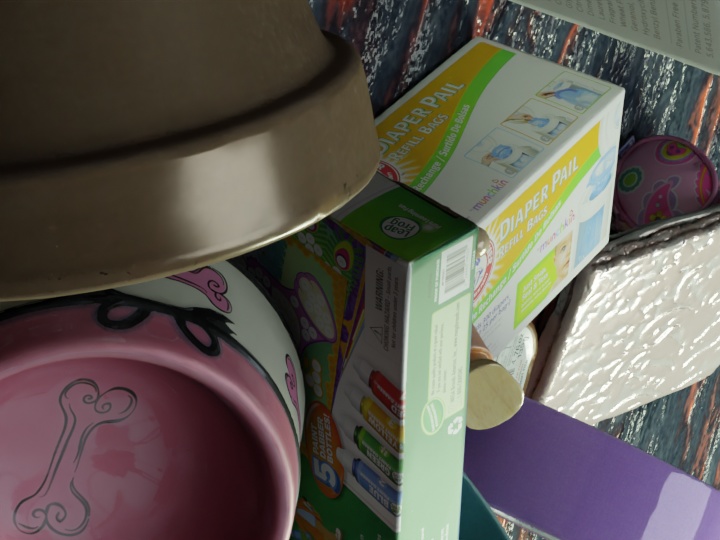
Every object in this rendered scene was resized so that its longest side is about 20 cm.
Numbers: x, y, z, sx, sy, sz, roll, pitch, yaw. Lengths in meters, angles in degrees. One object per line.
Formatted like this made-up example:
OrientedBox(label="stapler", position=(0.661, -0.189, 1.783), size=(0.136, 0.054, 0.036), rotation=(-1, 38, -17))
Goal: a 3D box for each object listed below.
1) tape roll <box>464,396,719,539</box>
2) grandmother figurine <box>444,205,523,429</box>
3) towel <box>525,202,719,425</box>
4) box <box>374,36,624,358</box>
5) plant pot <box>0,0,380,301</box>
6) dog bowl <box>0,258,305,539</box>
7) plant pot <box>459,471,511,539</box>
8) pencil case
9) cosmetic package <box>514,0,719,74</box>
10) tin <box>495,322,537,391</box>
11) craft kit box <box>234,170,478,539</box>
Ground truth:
OrientedBox(label="tape roll", position=(0.132, 0.133, 1.181), size=(0.066, 0.199, 0.200), rotation=(-65, 153, -6))
OrientedBox(label="grandmother figurine", position=(0.000, 0.000, 0.950), size=(0.120, 0.201, 0.061), rotation=(-11, 135, -16))
OrientedBox(label="towel", position=(0.202, 0.034, 1.404), size=(0.199, 0.032, 0.192), rotation=(-17, 141, -31))
OrientedBox(label="box", position=(0.054, -0.029, 1.101), size=(0.200, 0.101, 0.113), rotation=(-42, 144, -41))
OrientedBox(label="plant pot", position=(-0.100, -0.105, 0.690), size=(0.200, 0.199, 0.176), rotation=(-32, 120, -50))
OrientedBox(label="dog bowl", position=(-0.112, 0.081, 0.780), size=(0.198, 0.074, 0.202), rotation=(-7, 120, -11))
OrientedBox(label="plant pot", position=(-0.019, 0.199, 1.013), size=(0.187, 0.201, 0.200), rotation=(-34, 157, 13))
OrientedBox(label="pencil case", position=(0.236, -0.023, 1.475), size=(0.088, 0.087, 0.200), rotation=(-61, 152, -14))
OrientedBox(label="cosmetic package", position=(0.130, -0.230, 0.962), size=(0.165, 0.199, 0.165), rotation=(-56, 152, -22))
OrientedBox(label="tin", position=(0.055, 0.078, 1.261), size=(0.200, 0.042, 0.113), rotation=(-11, 115, -59))
OrientedBox(label="craft kit box", position=(-0.037, 0.026, 0.866), size=(0.048, 0.197, 0.201), rotation=(-27, 134, -33))
